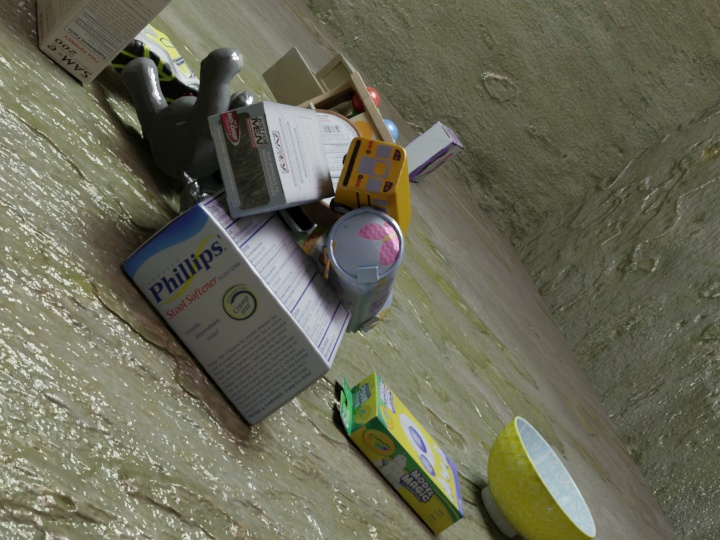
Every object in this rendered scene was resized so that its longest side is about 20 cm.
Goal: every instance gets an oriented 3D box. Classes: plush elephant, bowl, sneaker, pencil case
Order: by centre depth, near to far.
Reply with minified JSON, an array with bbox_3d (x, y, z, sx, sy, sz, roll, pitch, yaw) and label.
[{"bbox_3d":[0.001,0.004,1.122,0.200,0.083,0.091,99,4,-70],"label":"pencil case"},{"bbox_3d":[-0.164,-0.157,1.181,0.155,0.164,0.202,-9,91,-60],"label":"plush elephant"},{"bbox_3d":[-0.241,-0.251,1.250,0.200,0.075,0.077,55,24,-62],"label":"sneaker"},{"bbox_3d":[-0.114,-0.126,1.367,0.200,0.075,0.115,54,-10,-1],"label":"sneaker"},{"bbox_3d":[0.241,0.325,1.456,0.200,0.107,0.200,49,14,-17],"label":"bowl"}]

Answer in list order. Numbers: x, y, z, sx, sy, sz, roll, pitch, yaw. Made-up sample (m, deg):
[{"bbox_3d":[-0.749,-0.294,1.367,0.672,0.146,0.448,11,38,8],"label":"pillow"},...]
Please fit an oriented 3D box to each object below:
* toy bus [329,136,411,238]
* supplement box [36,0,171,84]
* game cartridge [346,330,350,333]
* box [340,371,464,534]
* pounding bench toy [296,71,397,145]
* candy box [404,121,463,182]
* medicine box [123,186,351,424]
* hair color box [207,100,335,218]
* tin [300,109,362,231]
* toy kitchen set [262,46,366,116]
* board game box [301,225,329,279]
[{"bbox_3d":[0.014,-0.076,1.131,0.200,0.078,0.066,78,27,-69],"label":"toy bus"},{"bbox_3d":[-0.271,-0.323,1.124,0.073,0.200,0.126,37,22,-39],"label":"supplement box"},{"bbox_3d":[0.000,0.000,1.385,0.041,0.133,0.200,37,19,-15],"label":"game cartridge"},{"bbox_3d":[0.046,0.210,1.215,0.200,0.048,0.117,48,14,-16],"label":"box"},{"bbox_3d":[-0.032,-0.179,1.472,0.125,0.155,0.200,63,-6,9],"label":"pounding bench toy"},{"bbox_3d":[0.184,-0.320,2.737,0.072,0.167,0.200,55,14,7],"label":"candy box"},{"bbox_3d":[-0.114,0.022,1.009,0.200,0.103,0.182,52,13,-7],"label":"medicine box"},{"bbox_3d":[-0.085,-0.113,1.026,0.200,0.060,0.100,-29,105,-77],"label":"hair color box"},{"bbox_3d":[-0.038,-0.132,1.297,0.111,0.042,0.201,-7,54,-22],"label":"tin"},{"bbox_3d":[-0.065,-0.238,1.616,0.180,0.200,0.164,39,16,-47],"label":"toy kitchen set"},{"bbox_3d":[-0.055,0.020,1.216,0.200,0.030,0.096,-64,140,-61],"label":"board game box"}]
